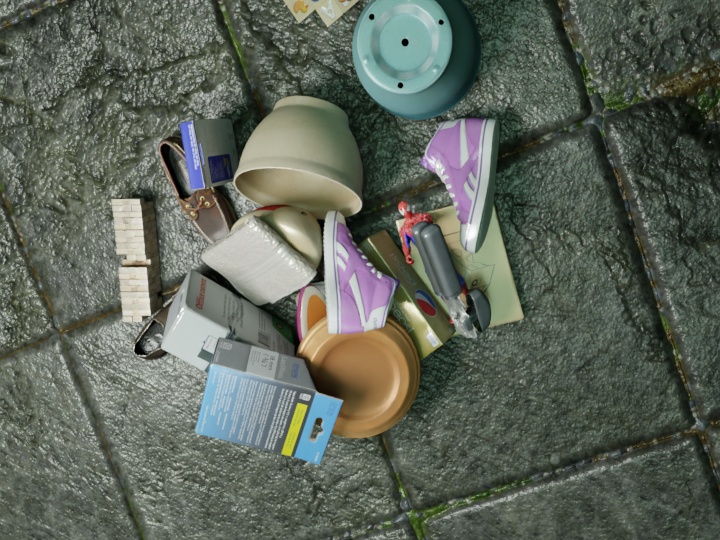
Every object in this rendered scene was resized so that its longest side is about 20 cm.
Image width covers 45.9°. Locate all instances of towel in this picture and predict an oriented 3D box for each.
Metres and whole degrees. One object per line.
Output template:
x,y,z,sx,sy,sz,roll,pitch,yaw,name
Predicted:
-0.162,-0.010,1.315,0.132,0.035,0.199,41,148,-16,towel

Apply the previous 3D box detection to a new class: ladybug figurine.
-0.128,-0.049,1.333,0.198,0.073,0.136,-9,131,48,ladybug figurine

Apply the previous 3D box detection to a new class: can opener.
0.139,0.011,1.261,0.066,0.053,0.203,-32,116,-20,can opener

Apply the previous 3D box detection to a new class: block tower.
-0.372,-0.021,1.423,0.053,0.058,0.206,-1,102,10,block tower

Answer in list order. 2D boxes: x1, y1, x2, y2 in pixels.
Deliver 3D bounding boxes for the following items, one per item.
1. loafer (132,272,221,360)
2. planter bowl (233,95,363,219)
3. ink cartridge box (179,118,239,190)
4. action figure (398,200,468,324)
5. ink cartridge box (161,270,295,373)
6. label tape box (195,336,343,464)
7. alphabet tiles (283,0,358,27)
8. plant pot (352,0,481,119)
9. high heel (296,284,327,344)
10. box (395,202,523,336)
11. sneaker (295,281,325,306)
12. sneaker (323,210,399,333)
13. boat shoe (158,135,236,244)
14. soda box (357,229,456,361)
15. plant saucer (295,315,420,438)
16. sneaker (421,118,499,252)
-0.306,0.086,1.420,0.073,0.071,0.200,44,104,0,loafer
-0.084,-0.177,1.286,0.195,0.201,0.138,7,75,9,planter bowl
-0.231,-0.178,1.294,0.038,0.200,0.102,-7,98,8,ink cartridge box
0.109,-0.015,1.295,0.064,0.099,0.203,-30,91,13,action figure
-0.205,0.104,1.337,0.198,0.147,0.084,32,105,-17,ink cartridge box
-0.134,0.195,1.261,0.195,0.064,0.146,16,125,-7,label tape box
-0.070,-0.490,1.310,0.165,0.006,0.202,-36,92,14,alphabet tiles
0.074,-0.319,1.221,0.195,0.188,0.206,2,101,9,plant pot
-0.080,0.100,1.349,0.067,0.095,0.203,-31,124,-22,high heel
0.157,-0.003,1.347,0.160,0.021,0.205,-14,97,13,box
-0.015,0.076,1.356,0.196,0.092,0.077,20,104,7,sneaker
0.000,0.001,1.272,0.111,0.073,0.205,-4,63,-3,sneaker
-0.268,-0.122,1.379,0.069,0.070,0.203,-30,95,13,boat shoe
0.061,0.039,1.331,0.064,0.067,0.202,-37,85,30,soda box
-0.004,0.159,1.283,0.194,0.037,0.206,-1,102,-5,plant saucer
0.145,-0.129,1.283,0.111,0.073,0.206,4,77,17,sneaker
